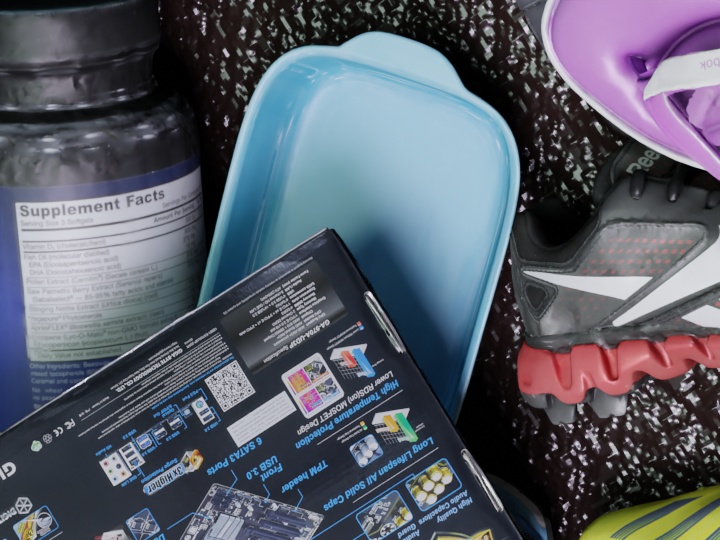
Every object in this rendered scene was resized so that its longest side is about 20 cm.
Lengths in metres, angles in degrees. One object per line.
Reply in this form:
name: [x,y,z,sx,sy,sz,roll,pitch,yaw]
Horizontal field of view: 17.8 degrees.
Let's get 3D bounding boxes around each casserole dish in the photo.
casserole dish: [0.000,0.000,0.941,0.120,0.039,0.201,19,107,15]

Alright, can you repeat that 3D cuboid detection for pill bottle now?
pill bottle: [-0.120,-0.018,0.976,0.111,0.112,0.202,5,107,28]

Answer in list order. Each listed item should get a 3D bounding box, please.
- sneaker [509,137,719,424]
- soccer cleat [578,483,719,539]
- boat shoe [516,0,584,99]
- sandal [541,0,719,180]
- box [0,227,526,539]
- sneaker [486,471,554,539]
sneaker: [0.138,-0.008,0.855,0.199,0.071,0.099,-14,98,32]
soccer cleat: [0.176,0.095,0.883,0.199,0.065,0.084,-5,73,35]
boat shoe: [0.125,-0.145,0.822,0.063,0.073,0.200,47,126,5]
sandal: [0.146,-0.051,0.780,0.202,0.050,0.083,29,124,20]
box: [-0.053,0.102,0.896,0.199,0.046,0.160,-33,88,-2]
sneaker: [-0.010,0.130,0.971,0.199,0.090,0.079,1,105,29]
